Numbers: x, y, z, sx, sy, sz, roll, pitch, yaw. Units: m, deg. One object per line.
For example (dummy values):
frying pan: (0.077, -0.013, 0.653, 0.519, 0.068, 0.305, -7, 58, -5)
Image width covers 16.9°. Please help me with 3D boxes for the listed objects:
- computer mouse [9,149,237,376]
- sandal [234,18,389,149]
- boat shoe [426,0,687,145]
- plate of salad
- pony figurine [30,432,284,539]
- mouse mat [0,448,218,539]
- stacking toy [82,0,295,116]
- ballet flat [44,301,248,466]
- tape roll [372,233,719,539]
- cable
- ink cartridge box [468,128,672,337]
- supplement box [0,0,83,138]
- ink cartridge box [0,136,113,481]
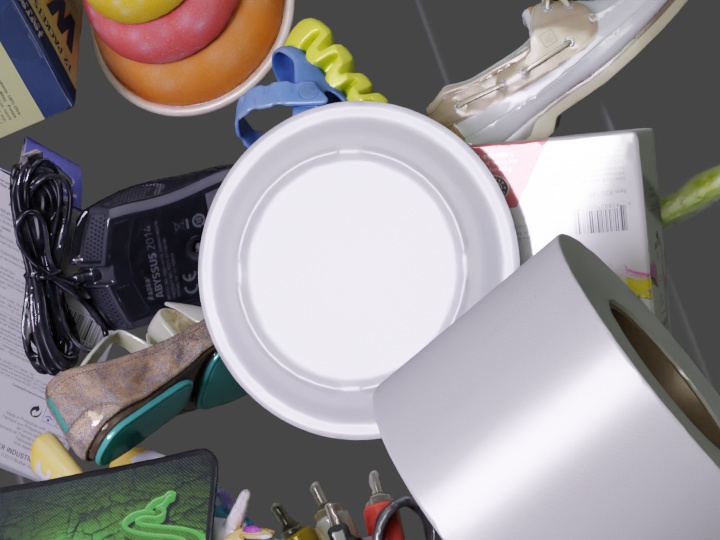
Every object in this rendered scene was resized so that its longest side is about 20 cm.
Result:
computer mouse: (-0.131, -0.020, 1.534, 0.199, 0.053, 0.140, -11, 106, -25)
sandal: (-0.009, -0.072, 1.525, 0.087, 0.080, 0.200, -32, 52, -19)
boat shoe: (0.128, -0.140, 1.512, 0.200, 0.075, 0.068, -42, 90, 2)
plate of salad: (0.000, 0.000, 1.447, 0.198, 0.048, 0.202, 0, 89, 16)
pony figurine: (-0.119, 0.202, 1.454, 0.199, 0.166, 0.195, 17, 111, 45)
mouse mat: (-0.167, 0.193, 1.410, 0.199, 0.008, 0.162, -13, 60, 32)
stacking toy: (-0.134, -0.194, 1.544, 0.145, 0.200, 0.147, -4, 74, 15)
ballet flat: (-0.117, 0.055, 1.482, 0.067, 0.200, 0.068, 41, 124, 19)
tape roll: (0.120, 0.100, 1.329, 0.139, 0.202, 0.203, -39, 68, 12)
cable: (0.018, 0.219, 1.481, 0.096, 0.050, 0.201, -18, 82, -4)
ink cartridge box: (0.125, 0.020, 1.461, 0.115, 0.067, 0.202, -4, 93, 16)
supplement box: (-0.298, -0.168, 1.573, 0.198, 0.135, 0.201, -22, 31, 10)
ink cartridge box: (-0.223, 0.018, 1.539, 0.076, 0.136, 0.201, 13, 77, 51)
